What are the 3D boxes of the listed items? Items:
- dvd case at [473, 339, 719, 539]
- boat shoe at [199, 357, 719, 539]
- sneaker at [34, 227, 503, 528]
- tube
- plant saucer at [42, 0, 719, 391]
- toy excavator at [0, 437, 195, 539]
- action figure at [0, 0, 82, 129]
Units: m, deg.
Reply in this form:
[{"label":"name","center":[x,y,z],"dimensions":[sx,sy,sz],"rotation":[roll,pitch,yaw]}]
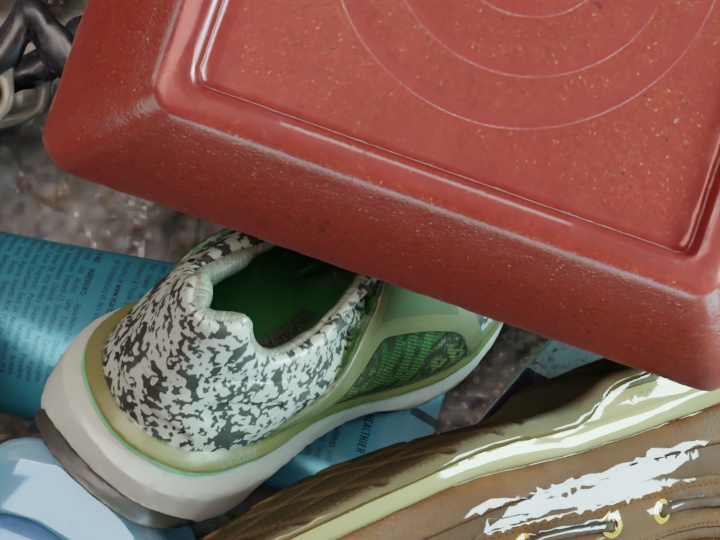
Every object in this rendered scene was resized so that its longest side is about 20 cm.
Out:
[{"label":"dvd case","center":[0.105,0.112,0.878],"dimensions":[0.200,0.022,0.146],"rotation":[41,83,15]},{"label":"boat shoe","center":[0.034,0.075,0.824],"dimensions":[0.200,0.072,0.068],"rotation":[-20,92,-26]},{"label":"sneaker","center":[0.000,0.000,0.853],"dimensions":[0.077,0.089,0.200],"rotation":[46,46,7]},{"label":"tube","center":[-0.072,0.023,0.912],"dimensions":[0.199,0.050,0.078],"rotation":[12,66,8]},{"label":"plant saucer","center":[0.041,-0.091,0.782],"dimensions":[0.199,0.037,0.201],"rotation":[19,89,-9]},{"label":"toy excavator","center":[-0.112,0.066,0.861],"dimensions":[0.194,0.100,0.201],"rotation":[7,84,7]},{"label":"action figure","center":[-0.055,-0.079,0.902],"dimensions":[0.199,0.119,0.102],"rotation":[-14,92,10]}]
